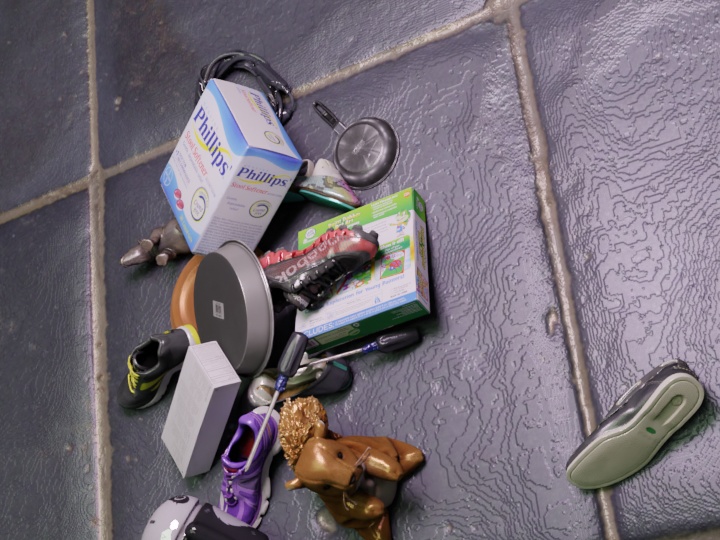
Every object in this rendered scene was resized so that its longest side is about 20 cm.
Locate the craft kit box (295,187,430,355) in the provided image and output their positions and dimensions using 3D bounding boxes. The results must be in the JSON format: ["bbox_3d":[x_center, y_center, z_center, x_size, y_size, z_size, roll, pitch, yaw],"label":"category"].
[{"bbox_3d":[0.000,0.000,1.550,0.198,0.048,0.199,-20,52,25],"label":"craft kit box"}]

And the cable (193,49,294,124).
[{"bbox_3d":[-0.200,-0.272,1.793,0.200,0.051,0.164,43,103,29],"label":"cable"}]

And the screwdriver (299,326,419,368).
[{"bbox_3d":[-0.012,0.118,1.516,0.198,0.028,0.029,-20,94,0],"label":"screwdriver"}]

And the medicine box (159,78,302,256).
[{"bbox_3d":[-0.198,-0.150,1.653,0.201,0.102,0.183,-58,42,28],"label":"medicine box"}]

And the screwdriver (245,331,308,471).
[{"bbox_3d":[-0.115,0.179,1.488,0.029,0.028,0.202,14,83,51],"label":"screwdriver"}]

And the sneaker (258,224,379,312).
[{"bbox_3d":[-0.059,0.004,1.512,0.199,0.071,0.099,-19,49,28],"label":"sneaker"}]

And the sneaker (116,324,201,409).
[{"bbox_3d":[-0.329,0.146,1.687,0.200,0.084,0.075,-45,62,30],"label":"sneaker"}]

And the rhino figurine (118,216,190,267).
[{"bbox_3d":[-0.311,-0.044,1.763,0.199,0.088,0.060,-23,103,25],"label":"rhino figurine"}]

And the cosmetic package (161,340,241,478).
[{"bbox_3d":[-0.232,0.203,1.591,0.083,0.050,0.201,54,137,34],"label":"cosmetic package"}]

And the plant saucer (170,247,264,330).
[{"bbox_3d":[-0.220,0.045,1.702,0.198,0.037,0.202,-11,68,28],"label":"plant saucer"}]

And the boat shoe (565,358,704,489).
[{"bbox_3d":[0.325,0.187,1.321,0.200,0.072,0.068,-47,20,18],"label":"boat shoe"}]

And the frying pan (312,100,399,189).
[{"bbox_3d":[-0.007,-0.211,1.664,0.114,0.031,0.192,-29,65,20],"label":"frying pan"}]

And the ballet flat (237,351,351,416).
[{"bbox_3d":[-0.108,0.160,1.576,0.198,0.073,0.074,-19,65,25],"label":"ballet flat"}]

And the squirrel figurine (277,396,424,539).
[{"bbox_3d":[-0.042,0.254,1.434,0.199,0.186,0.143,28,89,34],"label":"squirrel figurine"}]

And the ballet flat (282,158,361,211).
[{"bbox_3d":[-0.077,-0.133,1.657,0.199,0.069,0.072,8,76,38],"label":"ballet flat"}]

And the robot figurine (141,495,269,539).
[{"bbox_3d":[-0.201,0.389,1.498,0.199,0.125,0.151,27,113,2],"label":"robot figurine"}]

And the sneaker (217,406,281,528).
[{"bbox_3d":[-0.173,0.286,1.554,0.080,0.083,0.202,21,102,32],"label":"sneaker"}]

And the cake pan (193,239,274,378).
[{"bbox_3d":[-0.187,0.057,1.572,0.200,0.036,0.203,16,110,55],"label":"cake pan"}]
